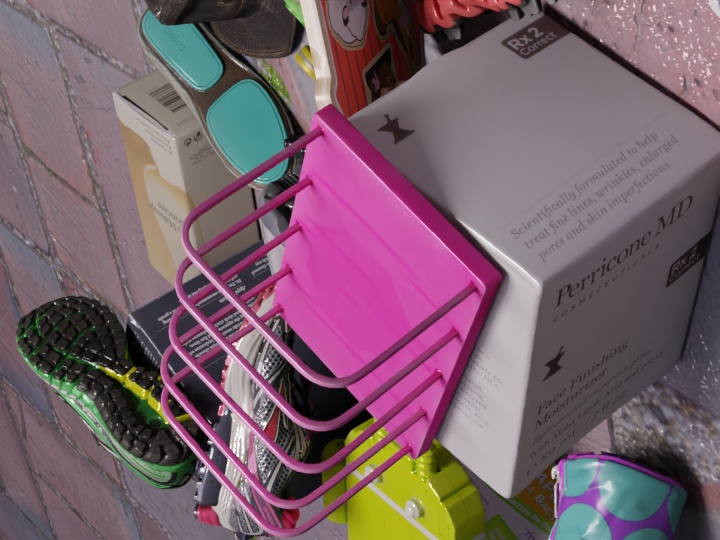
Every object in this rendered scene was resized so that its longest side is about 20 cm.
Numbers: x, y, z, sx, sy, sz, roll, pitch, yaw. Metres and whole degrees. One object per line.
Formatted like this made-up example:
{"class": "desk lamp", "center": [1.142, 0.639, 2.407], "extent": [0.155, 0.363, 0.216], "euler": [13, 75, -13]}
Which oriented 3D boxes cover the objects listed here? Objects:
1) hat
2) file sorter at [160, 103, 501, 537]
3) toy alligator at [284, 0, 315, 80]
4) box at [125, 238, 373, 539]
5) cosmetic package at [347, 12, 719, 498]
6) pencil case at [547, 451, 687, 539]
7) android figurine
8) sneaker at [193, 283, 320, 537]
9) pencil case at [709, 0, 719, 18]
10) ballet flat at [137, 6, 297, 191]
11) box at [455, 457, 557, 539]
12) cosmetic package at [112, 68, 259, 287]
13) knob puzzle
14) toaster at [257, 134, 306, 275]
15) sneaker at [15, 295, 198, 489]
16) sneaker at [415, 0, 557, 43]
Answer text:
{"class": "hat", "center": [-0.125, -0.235, 1.264], "extent": [0.200, 0.081, 0.201], "euler": [42, 150, 31]}
{"class": "file sorter", "center": [-0.031, 0.040, 0.941], "extent": [0.139, 0.125, 0.200], "euler": [45, 150, 18]}
{"class": "toy alligator", "center": [-0.016, -0.165, 1.178], "extent": [0.200, 0.059, 0.054], "euler": [51, -166, 18]}
{"class": "box", "center": [-0.062, 0.082, 1.348], "extent": [0.182, 0.199, 0.104], "euler": [51, 152, 18]}
{"class": "cosmetic package", "center": [0.094, -0.011, 0.999], "extent": [0.165, 0.164, 0.201], "euler": [39, 149, 28]}
{"class": "pencil case", "center": [0.149, 0.223, 1.133], "extent": [0.092, 0.201, 0.085], "euler": [19, 178, 9]}
{"class": "android figurine", "center": [0.036, 0.187, 1.215], "extent": [0.182, 0.041, 0.201], "euler": [37, 143, 38]}
{"class": "sneaker", "center": [-0.062, 0.094, 1.201], "extent": [0.074, 0.081, 0.201], "euler": [15, 106, 5]}
{"class": "pencil case", "center": [0.226, -0.084, 0.776], "extent": [0.083, 0.090, 0.201], "euler": [-4, 114, 62]}
{"class": "ballet flat", "center": [-0.111, -0.143, 1.377], "extent": [0.200, 0.067, 0.064], "euler": [53, -179, 16]}
{"class": "box", "center": [0.111, 0.211, 1.269], "extent": [0.200, 0.112, 0.102], "euler": [51, 151, 18]}
{"class": "cosmetic package", "center": [-0.152, -0.073, 1.495], "extent": [0.105, 0.071, 0.201], "euler": [36, 145, 40]}
{"class": "knob puzzle", "center": [0.017, -0.135, 1.029], "extent": [0.030, 0.220, 0.221], "euler": [-5, 120, 20]}
{"class": "toaster", "center": [0.000, 0.000, 1.251], "extent": [0.200, 0.113, 0.130], "euler": [40, 151, 33]}
{"class": "sneaker", "center": [-0.201, 0.098, 1.297], "extent": [0.200, 0.078, 0.086], "euler": [44, 151, 28]}
{"class": "sneaker", "center": [0.078, -0.194, 0.948], "extent": [0.098, 0.071, 0.200], "euler": [63, 156, -12]}
